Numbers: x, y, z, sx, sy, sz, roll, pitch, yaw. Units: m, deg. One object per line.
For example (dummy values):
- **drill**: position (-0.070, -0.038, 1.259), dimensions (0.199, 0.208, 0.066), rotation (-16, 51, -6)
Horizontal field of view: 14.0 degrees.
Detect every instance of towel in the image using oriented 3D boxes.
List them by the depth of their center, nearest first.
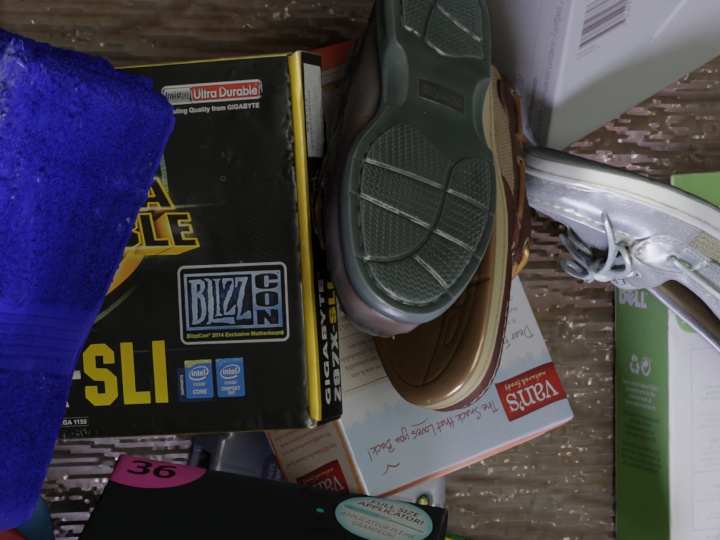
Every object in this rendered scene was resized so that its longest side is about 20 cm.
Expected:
- **towel**: position (-0.140, 0.009, 1.171), dimensions (0.049, 0.148, 0.201), rotation (19, 94, 17)

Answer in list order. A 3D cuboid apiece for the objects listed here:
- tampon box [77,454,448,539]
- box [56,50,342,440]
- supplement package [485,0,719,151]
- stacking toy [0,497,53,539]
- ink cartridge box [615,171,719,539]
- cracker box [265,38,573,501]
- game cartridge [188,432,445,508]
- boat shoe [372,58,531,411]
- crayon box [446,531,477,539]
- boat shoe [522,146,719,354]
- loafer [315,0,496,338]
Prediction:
- **tampon box**: position (-0.054, 0.182, 1.197), dimensions (0.149, 0.200, 0.127), rotation (9, 114, 5)
- **box**: position (-0.111, -0.008, 1.264), dimensions (0.199, 0.049, 0.161), rotation (-3, 92, 15)
- **supplement package**: position (0.120, -0.176, 1.327), dimensions (0.155, 0.200, 0.111), rotation (-30, 65, -19)
- **stacking toy**: position (-0.172, 0.163, 1.224), dimensions (0.115, 0.200, 0.110), rotation (-6, 97, -12)
- **ink cartridge box**: position (0.185, 0.048, 1.465), dimensions (0.103, 0.059, 0.201), rotation (-4, 96, -24)
- **cracker box**: position (0.000, 0.000, 1.329), dimensions (0.134, 0.058, 0.201), rotation (-17, 83, -40)
- **game cartridge**: position (-0.029, 0.157, 1.392), dimensions (0.133, 0.041, 0.201), rotation (13, 90, -21)
- **boat shoe**: position (0.049, -0.018, 1.289), dimensions (0.072, 0.072, 0.201), rotation (36, 38, -38)
- **crayon box**: position (0.044, 0.186, 1.377), dimensions (0.199, 0.058, 0.119), rotation (17, 88, -25)
- **boat shoe**: position (0.149, 0.002, 1.373), dimensions (0.202, 0.074, 0.065), rotation (28, 86, -34)
- **loafer**: position (0.016, -0.045, 1.243), dimensions (0.072, 0.063, 0.201), rotation (26, 48, -19)
